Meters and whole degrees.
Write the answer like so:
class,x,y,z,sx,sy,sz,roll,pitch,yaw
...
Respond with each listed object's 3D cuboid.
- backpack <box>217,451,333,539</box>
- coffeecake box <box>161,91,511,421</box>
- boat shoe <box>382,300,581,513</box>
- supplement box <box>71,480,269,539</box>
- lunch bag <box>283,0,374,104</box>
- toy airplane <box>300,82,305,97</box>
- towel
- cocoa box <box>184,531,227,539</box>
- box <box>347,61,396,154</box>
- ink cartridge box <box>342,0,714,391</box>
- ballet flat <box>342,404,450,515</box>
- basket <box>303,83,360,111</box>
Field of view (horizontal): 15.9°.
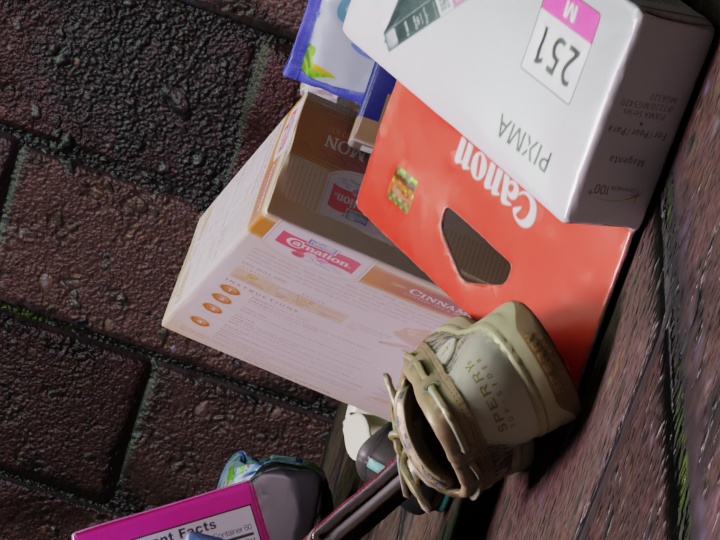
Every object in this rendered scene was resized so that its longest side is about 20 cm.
class,x,y,z,sx,sy,sz,roll,pitch,yaw
backpack,-0.088,0.248,2.512,0.200,0.153,0.164,-18,-59,-76
coffeecake box,0.000,0.000,1.347,0.200,0.153,0.073,138,153,-64
boat shoe,0.038,0.060,1.097,0.062,0.074,0.200,-29,-9,-13
supplement box,-0.077,0.222,1.341,0.101,0.103,0.201,114,140,-76
lunch bag,0.064,-0.175,1.444,0.127,0.169,0.201,-77,6,-78
toy airplane,0.043,-0.115,2.014,0.199,0.140,0.201,-35,-68,-72
towel,0.016,0.106,1.314,0.144,0.023,0.200,-41,-6,-14
cocoa box,-0.050,0.238,1.216,0.133,0.130,0.201,117,169,-79
box,0.081,-0.137,1.250,0.032,0.120,0.201,118,170,-84
ink cartridge box,0.052,-0.065,1.092,0.200,0.043,0.174,45,122,50
ballet flat,0.026,0.091,1.547,0.200,0.068,0.068,-81,9,-81
basket,0.062,-0.174,1.656,0.198,0.160,0.201,114,175,-75
